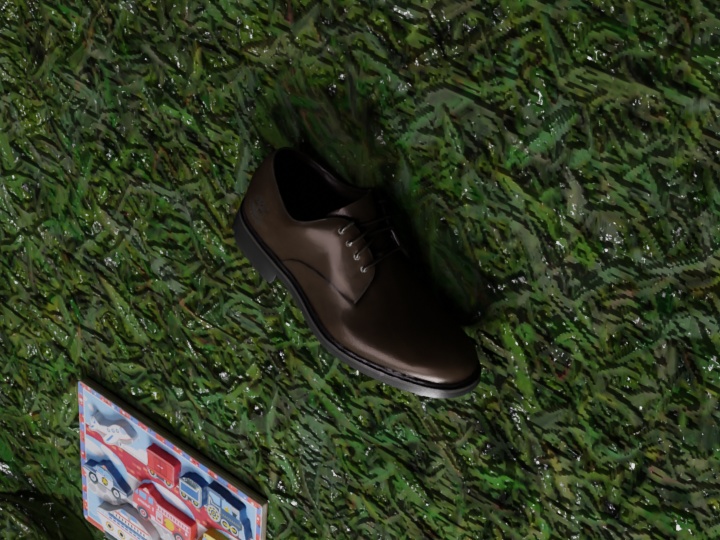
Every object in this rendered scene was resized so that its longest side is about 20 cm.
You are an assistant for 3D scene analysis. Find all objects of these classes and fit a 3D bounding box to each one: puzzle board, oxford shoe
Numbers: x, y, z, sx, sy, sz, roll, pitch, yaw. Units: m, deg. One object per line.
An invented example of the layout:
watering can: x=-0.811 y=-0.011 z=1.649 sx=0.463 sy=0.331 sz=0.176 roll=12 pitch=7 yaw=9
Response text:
puzzle board: x=-0.151 y=0.189 z=1.541 sx=0.199 sy=0.017 sz=0.152 roll=31 pitch=134 yaw=30
oxford shoe: x=0.000 y=0.000 z=1.212 sx=0.200 sy=0.072 sz=0.085 roll=41 pitch=137 yaw=19
